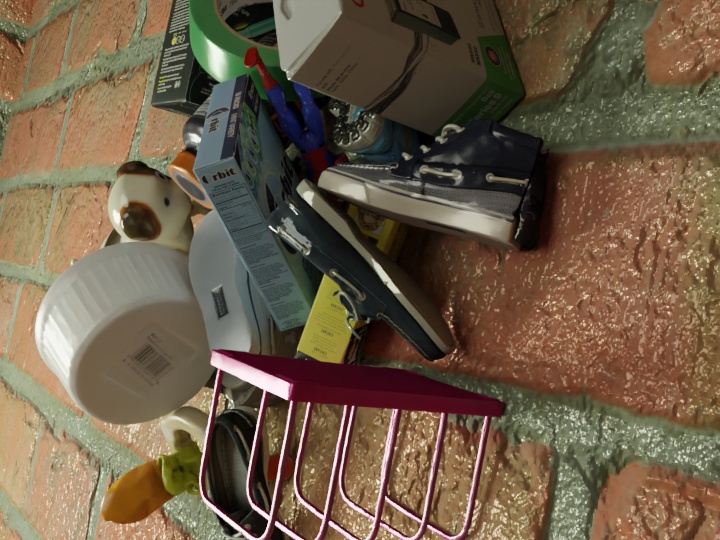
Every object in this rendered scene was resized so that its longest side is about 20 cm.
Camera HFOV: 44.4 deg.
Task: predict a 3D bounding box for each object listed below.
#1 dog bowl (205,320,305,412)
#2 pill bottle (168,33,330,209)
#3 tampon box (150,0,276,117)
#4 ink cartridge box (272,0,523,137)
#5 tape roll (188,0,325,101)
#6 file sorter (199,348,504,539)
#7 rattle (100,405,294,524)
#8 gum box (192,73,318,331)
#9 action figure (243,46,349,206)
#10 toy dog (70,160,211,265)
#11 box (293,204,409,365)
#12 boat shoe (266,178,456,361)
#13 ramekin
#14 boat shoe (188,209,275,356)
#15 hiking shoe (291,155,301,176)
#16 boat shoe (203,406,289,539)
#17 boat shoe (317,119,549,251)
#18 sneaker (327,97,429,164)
[{"bbox_3d":[-0.123,0.068,1.027,0.200,0.058,0.201,-25,58,49],"label":"dog bowl"},{"bbox_3d":[-0.130,-0.165,1.003,0.200,0.106,0.106,-53,29,-17],"label":"pill bottle"},{"bbox_3d":[-0.159,-0.288,1.120,0.126,0.149,0.201,12,88,56],"label":"tampon box"},{"bbox_3d":[0.030,-0.210,0.766,0.084,0.199,0.147,-41,48,40],"label":"ink cartridge box"},{"bbox_3d":[-0.086,-0.269,0.961,0.048,0.199,0.201,102,159,-53],"label":"tape roll"},{"bbox_3d":[-0.013,0.145,0.712,0.139,0.199,0.126,11,90,56],"label":"file sorter"},{"bbox_3d":[-0.188,0.230,0.983,0.199,0.142,0.131,8,106,48],"label":"rattle"},{"bbox_3d":[-0.096,-0.069,0.887,0.044,0.201,0.170,-16,36,11],"label":"gum box"},{"bbox_3d":[-0.053,-0.125,0.893,0.065,0.200,0.099,-18,43,8],"label":"action figure"},{"bbox_3d":[-0.278,-0.053,1.157,0.200,0.193,0.140,110,163,-51],"label":"toy dog"},{"bbox_3d":[0.000,0.000,0.847,0.050,0.075,0.201,23,101,14],"label":"box"},{"bbox_3d":[0.000,0.010,0.770,0.062,0.200,0.075,-44,1,10],"label":"boat shoe"},{"bbox_3d":[-0.252,0.077,0.992,0.098,0.200,0.201,45,117,43],"label":"ramekin"},{"bbox_3d":[-0.134,0.026,0.945,0.073,0.065,0.201,-24,58,22],"label":"boat shoe"},{"bbox_3d":[-0.131,-0.101,1.106,0.087,0.074,0.200,-53,28,-13],"label":"hiking shoe"},{"bbox_3d":[-0.125,0.245,0.914,0.075,0.060,0.201,-15,86,22],"label":"boat shoe"},{"bbox_3d":[0.064,-0.084,0.744,0.199,0.075,0.093,17,87,22],"label":"boat shoe"},{"bbox_3d":[0.023,-0.151,0.868,0.078,0.090,0.200,-43,24,26],"label":"sneaker"}]
